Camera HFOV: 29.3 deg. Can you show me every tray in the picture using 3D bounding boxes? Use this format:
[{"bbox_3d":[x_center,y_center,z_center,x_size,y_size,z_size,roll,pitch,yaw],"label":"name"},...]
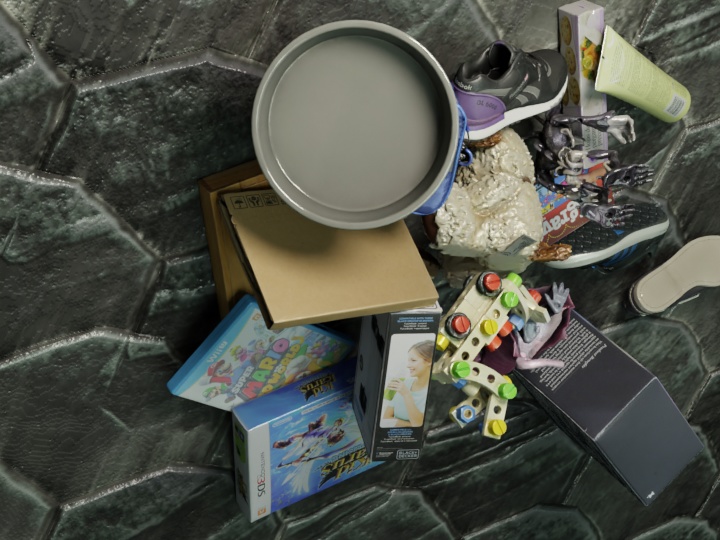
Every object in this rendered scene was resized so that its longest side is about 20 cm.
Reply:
[{"bbox_3d":[-0.115,-0.024,1.522,0.098,0.037,0.200,-22,130,-21],"label":"tray"}]

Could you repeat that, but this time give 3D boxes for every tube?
[{"bbox_3d":[0.335,-0.229,1.663,0.052,0.058,0.200,-39,150,24],"label":"tube"}]

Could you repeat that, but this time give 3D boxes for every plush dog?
[{"bbox_3d":[0.157,-0.087,1.574,0.160,0.172,0.200,-5,159,13],"label":"plush dog"}]

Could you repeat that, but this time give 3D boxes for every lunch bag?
[{"bbox_3d":[0.019,-0.138,1.422,0.199,0.132,0.136,9,114,-7],"label":"lunch bag"}]

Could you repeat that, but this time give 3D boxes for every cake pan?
[{"bbox_3d":[-0.005,-0.141,1.335,0.200,0.037,0.201,0,100,2],"label":"cake pan"}]

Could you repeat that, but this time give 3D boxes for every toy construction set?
[{"bbox_3d":[0.149,0.078,1.546,0.131,0.092,0.200,43,55,-12],"label":"toy construction set"}]

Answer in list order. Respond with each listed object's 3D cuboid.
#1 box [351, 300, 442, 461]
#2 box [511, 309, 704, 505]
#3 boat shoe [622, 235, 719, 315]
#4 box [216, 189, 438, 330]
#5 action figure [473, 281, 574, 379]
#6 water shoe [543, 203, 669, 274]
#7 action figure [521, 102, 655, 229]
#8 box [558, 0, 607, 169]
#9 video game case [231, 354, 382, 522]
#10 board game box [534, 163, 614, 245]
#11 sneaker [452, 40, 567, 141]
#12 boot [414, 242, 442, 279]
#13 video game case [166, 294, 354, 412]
[{"bbox_3d":[0.038,0.101,1.549,0.060,0.117,0.200,0,121,-13],"label":"box"},{"bbox_3d":[0.328,0.179,1.847,0.123,0.198,0.200,-44,134,-2],"label":"box"},{"bbox_3d":[0.448,0.009,1.930,0.200,0.073,0.063,-25,173,-26],"label":"boat shoe"},{"bbox_3d":[-0.033,-0.021,1.449,0.200,0.164,0.021,-8,149,-30],"label":"box"},{"bbox_3d":[0.194,0.098,1.737,0.134,0.149,0.200,5,148,-27],"label":"action figure"},{"bbox_3d":[0.319,-0.023,1.796,0.200,0.072,0.079,-17,132,-23],"label":"water shoe"},{"bbox_3d":[0.262,-0.125,1.594,0.102,0.200,0.119,4,119,-24],"label":"action figure"},{"bbox_3d":[0.266,-0.220,1.640,0.039,0.041,0.200,-21,124,-21],"label":"box"},{"bbox_3d":[-0.058,0.202,1.681,0.200,0.045,0.182,-21,140,-22],"label":"video game case"},{"bbox_3d":[0.225,-0.076,1.723,0.200,0.019,0.103,-32,125,-13],"label":"board game box"},{"bbox_3d":[0.173,-0.218,1.531,0.200,0.076,0.088,-35,146,-39],"label":"sneaker"},{"bbox_3d":[0.000,0.000,1.594,0.200,0.075,0.107,26,107,-43],"label":"boot"},{"bbox_3d":[-0.111,0.108,1.589,0.143,0.018,0.200,-48,143,13],"label":"video game case"}]
